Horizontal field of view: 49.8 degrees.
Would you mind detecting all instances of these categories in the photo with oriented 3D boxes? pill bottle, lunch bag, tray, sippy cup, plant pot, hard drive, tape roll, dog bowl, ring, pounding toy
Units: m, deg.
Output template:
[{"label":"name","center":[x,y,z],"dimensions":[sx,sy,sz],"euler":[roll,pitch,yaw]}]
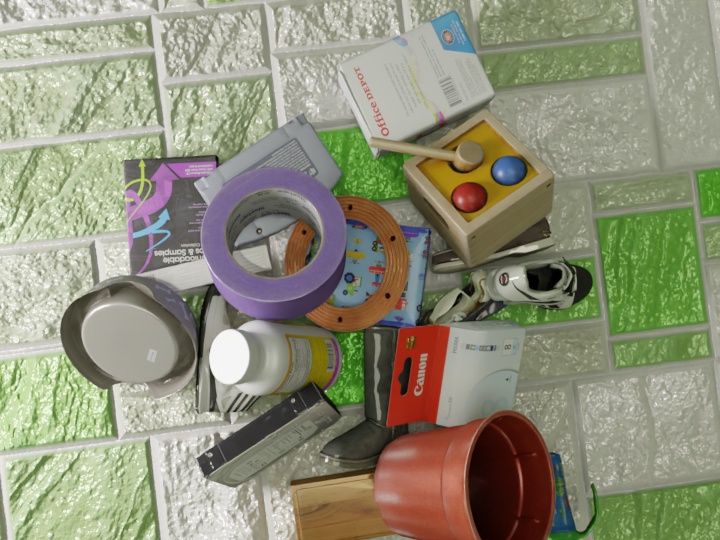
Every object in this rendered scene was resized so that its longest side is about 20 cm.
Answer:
[{"label":"pill bottle","center":[-0.119,0.125,1.104],"dimensions":[0.104,0.200,0.105],"euler":[-5,80,33]},{"label":"lunch bag","center":[0.000,0.000,1.183],"dimensions":[0.199,0.094,0.152],"euler":[8,91,6]},{"label":"tray","center":[-0.002,0.361,1.195],"dimensions":[0.199,0.037,0.099],"euler":[-8,89,-2]},{"label":"sippy cup","center":[0.255,0.340,1.169],"dimensions":[0.177,0.140,0.131],"euler":[6,78,-22]},{"label":"plant pot","center":[0.136,0.303,1.088],"dimensions":[0.200,0.195,0.202],"euler":[13,71,-41]},{"label":"hard drive","center":[-0.129,0.245,1.138],"dimensions":[0.199,0.140,0.038],"euler":[-33,67,-4]},{"label":"tape roll","center":[-0.118,-0.037,1.086],"dimensions":[0.199,0.085,0.201],"euler":[1,69,-2]},{"label":"dog bowl","center":[-0.328,0.095,1.128],"dimensions":[0.199,0.059,0.201],"euler":[3,123,5]},{"label":"ring","center":[-0.021,-0.010,1.148],"dimensions":[0.199,0.019,0.202],"euler":[-1,88,21]},{"label":"pounding toy","center":[0.147,-0.138,1.137],"dimensions":[0.184,0.142,0.200],"euler":[-34,62,-8]}]

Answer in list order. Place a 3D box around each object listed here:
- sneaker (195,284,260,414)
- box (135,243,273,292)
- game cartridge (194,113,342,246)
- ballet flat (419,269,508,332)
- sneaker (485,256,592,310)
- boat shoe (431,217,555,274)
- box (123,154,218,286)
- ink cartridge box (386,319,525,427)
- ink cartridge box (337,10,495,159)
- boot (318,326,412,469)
[{"label":"sneaker","center":[-0.187,0.120,1.174],"dimensions":[0.115,0.076,0.202],"euler":[3,103,-13]},{"label":"box","center":[-0.231,0.002,1.154],"dimensions":[0.199,0.039,0.042],"euler":[-14,94,-4]},{"label":"game cartridge","center":[-0.133,-0.130,1.180],"dimensions":[0.200,0.041,0.133],"euler":[-35,94,-12]},{"label":"ballet flat","center":[0.170,0.044,1.180],"dimensions":[0.200,0.073,0.073],"euler":[-34,91,-10]},{"label":"sneaker","center":[0.292,0.019,1.164],"dimensions":[0.199,0.088,0.075],"euler":[-3,79,-32]},{"label":"boat shoe","center":[0.199,-0.042,1.198],"dimensions":[0.199,0.072,0.060],"euler":[-14,83,-6]},{"label":"box","center":[-0.283,-0.072,1.187],"dimensions":[0.142,0.036,0.201],"euler":[-4,91,-3]},{"label":"ink cartridge box","center":[0.143,0.158,1.146],"dimensions":[0.199,0.047,0.161],"euler":[-2,108,-27]},{"label":"ink cartridge box","center":[0.081,-0.280,1.187],"dimensions":[0.199,0.085,0.145],"euler":[-25,90,-5]},{"label":"boot","center":[0.016,0.183,1.156],"dimensions":[0.181,0.072,0.201],"euler":[-1,98,-46]}]
